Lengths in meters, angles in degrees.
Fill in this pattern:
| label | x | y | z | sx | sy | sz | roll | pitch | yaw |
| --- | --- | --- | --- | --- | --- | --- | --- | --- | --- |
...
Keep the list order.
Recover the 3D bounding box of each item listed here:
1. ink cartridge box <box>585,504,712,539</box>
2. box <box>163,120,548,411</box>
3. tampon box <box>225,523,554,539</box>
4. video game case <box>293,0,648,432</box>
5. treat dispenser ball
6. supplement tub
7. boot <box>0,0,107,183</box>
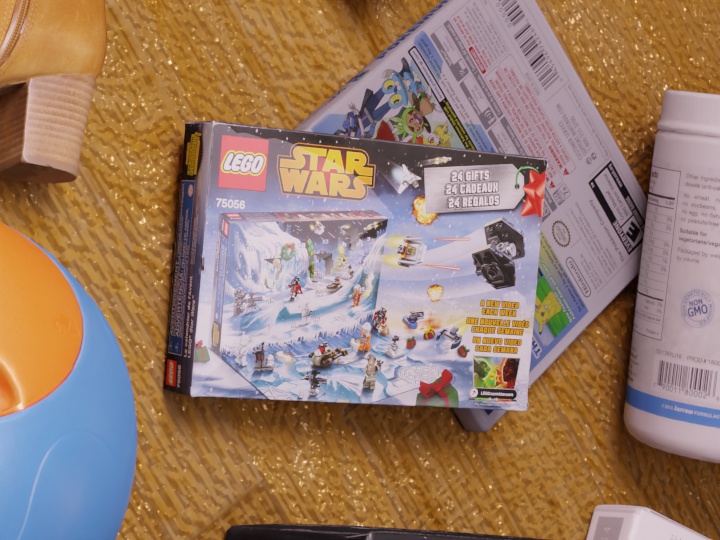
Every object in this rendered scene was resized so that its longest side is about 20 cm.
| label | x | y | z | sx | sy | sz | roll | pitch | yaw |
| --- | --- | --- | --- | --- | --- | --- | --- | --- | --- |
| ink cartridge box | 0.185 | 0.259 | 1.261 | 0.176 | 0.045 | 0.201 | 27 | 72 | -30 |
| box | 0.000 | 0.000 | 1.130 | 0.199 | 0.040 | 0.138 | 5 | 91 | -28 |
| tampon box | 0.042 | 0.209 | 1.113 | 0.199 | 0.126 | 0.151 | 9 | 82 | -35 |
| video game case | 0.071 | -0.044 | 1.217 | 0.182 | 0.022 | 0.200 | -43 | 111 | -30 |
| treat dispenser ball | -0.193 | 0.070 | 0.910 | 0.200 | 0.200 | 0.202 | 3 | 85 | -35 |
| supplement tub | 0.223 | 0.004 | 1.235 | 0.131 | 0.132 | 0.201 | 3 | 96 | -35 |
| boot | -0.207 | -0.126 | 1.004 | 0.200 | 0.071 | 0.145 | 11 | 74 | -38 |
